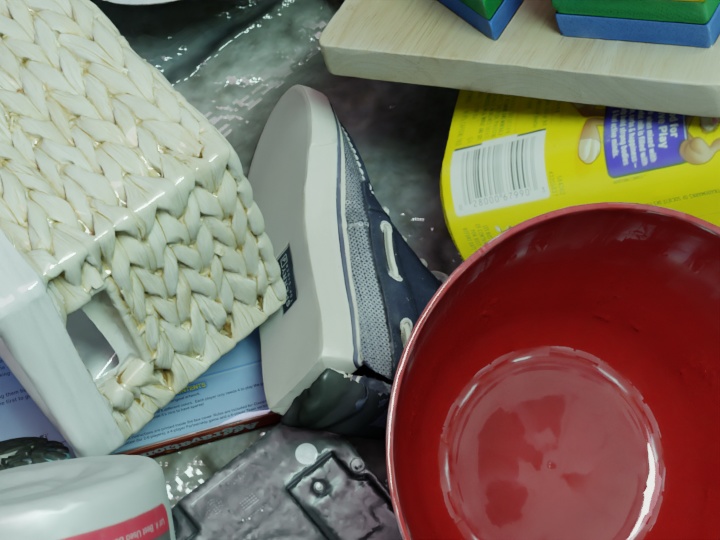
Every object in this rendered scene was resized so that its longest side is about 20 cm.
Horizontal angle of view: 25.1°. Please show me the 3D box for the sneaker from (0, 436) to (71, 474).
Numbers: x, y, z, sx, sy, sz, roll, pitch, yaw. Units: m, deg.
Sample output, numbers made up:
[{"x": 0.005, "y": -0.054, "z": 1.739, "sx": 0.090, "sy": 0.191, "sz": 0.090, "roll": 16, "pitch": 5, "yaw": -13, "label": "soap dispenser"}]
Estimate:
[{"x": -0.219, "y": 0.139, "z": 0.712, "sx": 0.200, "sy": 0.078, "sz": 0.086, "roll": -12, "pitch": 97, "yaw": -6, "label": "sneaker"}]

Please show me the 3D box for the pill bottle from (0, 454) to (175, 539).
[{"x": -0.118, "y": 0.182, "z": 0.649, "sx": 0.111, "sy": 0.111, "sz": 0.200, "roll": -9, "pitch": 93, "yaw": -4, "label": "pill bottle"}]

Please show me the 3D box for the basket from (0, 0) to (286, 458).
[{"x": -0.141, "y": -0.038, "z": 0.727, "sx": 0.123, "sy": 0.136, "sz": 0.200, "roll": -37, "pitch": 57, "yaw": -14, "label": "basket"}]

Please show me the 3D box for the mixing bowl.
[{"x": 0.098, "y": 0.079, "z": 0.686, "sx": 0.200, "sy": 0.108, "sz": 0.200, "roll": 2, "pitch": 80, "yaw": -11, "label": "mixing bowl"}]

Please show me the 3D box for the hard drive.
[{"x": -0.012, "y": 0.175, "z": 0.719, "sx": 0.140, "sy": 0.038, "sz": 0.200, "roll": -38, "pitch": 70, "yaw": -15, "label": "hard drive"}]

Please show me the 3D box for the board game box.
[{"x": -0.145, "y": 0.050, "z": 0.785, "sx": 0.200, "sy": 0.019, "sz": 0.103, "roll": -15, "pitch": 68, "yaw": -6, "label": "board game box"}]

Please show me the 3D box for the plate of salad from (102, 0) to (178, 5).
[{"x": -0.064, "y": -0.199, "z": 0.860, "sx": 0.200, "sy": 0.048, "sz": 0.200, "roll": -16, "pitch": 40, "yaw": 14, "label": "plate of salad"}]

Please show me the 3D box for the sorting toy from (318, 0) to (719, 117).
[{"x": 0.102, "y": -0.169, "z": 0.727, "sx": 0.199, "sy": 0.070, "sz": 0.200, "roll": 10, "pitch": 52, "yaw": 31, "label": "sorting toy"}]

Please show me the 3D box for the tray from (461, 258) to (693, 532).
[{"x": 0.102, "y": 0.058, "z": 0.779, "sx": 0.107, "sy": 0.022, "sz": 0.200, "roll": 1, "pitch": 66, "yaw": 0, "label": "tray"}]

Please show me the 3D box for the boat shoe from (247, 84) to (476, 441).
[{"x": 0.000, "y": 0.000, "z": 0.789, "sx": 0.093, "sy": 0.075, "sz": 0.200, "roll": 19, "pitch": 46, "yaw": -27, "label": "boat shoe"}]

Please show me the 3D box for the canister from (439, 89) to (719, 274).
[{"x": 0.146, "y": -0.068, "z": 0.733, "sx": 0.200, "sy": 0.087, "sz": 0.149, "roll": -11, "pitch": 38, "yaw": 25, "label": "canister"}]
